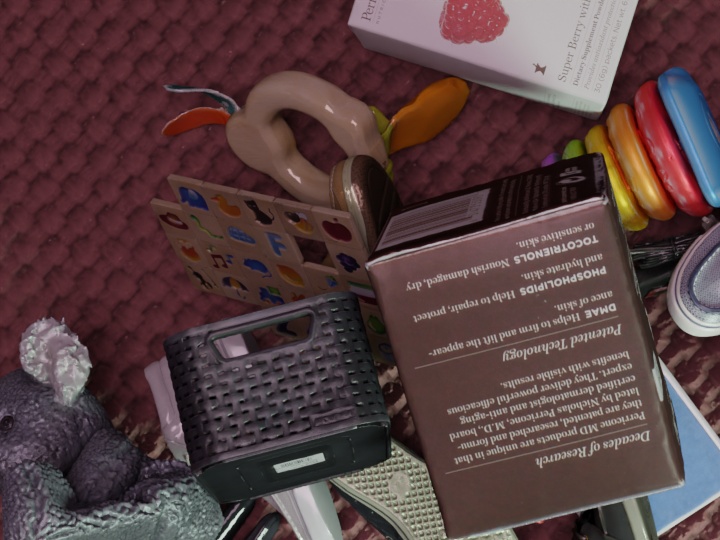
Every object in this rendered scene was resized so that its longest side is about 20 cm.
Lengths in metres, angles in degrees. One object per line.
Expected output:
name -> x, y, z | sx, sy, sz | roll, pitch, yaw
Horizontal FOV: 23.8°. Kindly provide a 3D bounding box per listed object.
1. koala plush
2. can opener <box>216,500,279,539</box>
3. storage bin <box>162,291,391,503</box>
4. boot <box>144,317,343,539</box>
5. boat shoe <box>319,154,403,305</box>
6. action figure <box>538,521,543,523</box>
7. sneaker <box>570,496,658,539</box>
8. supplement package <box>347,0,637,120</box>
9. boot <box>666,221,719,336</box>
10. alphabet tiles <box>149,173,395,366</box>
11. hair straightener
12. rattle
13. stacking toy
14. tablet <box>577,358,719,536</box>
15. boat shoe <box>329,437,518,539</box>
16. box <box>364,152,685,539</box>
koala plush -> -0.220, 0.152, 1.284 | 0.183, 0.178, 0.200 | -13, 51, -32
can opener -> -0.135, 0.262, 1.338 | 0.063, 0.079, 0.200 | 44, 84, 10
storage bin -> -0.054, 0.094, 1.198 | 0.134, 0.200, 0.094 | -14, 76, -2
boot -> -0.094, 0.144, 1.332 | 0.095, 0.074, 0.201 | -28, 78, 6
boat shoe -> 0.000, 0.000, 1.277 | 0.076, 0.072, 0.201 | -1, 131, 22
action figure -> 0.114, 0.080, 1.290 | 0.098, 0.065, 0.202 | 13, 105, 9
sneaker -> 0.170, 0.212, 1.285 | 0.105, 0.075, 0.201 | -15, 96, 14
supplement package -> 0.105, -0.203, 1.285 | 0.199, 0.120, 0.122 | 17, 92, 6
boot -> 0.305, -0.033, 1.212 | 0.200, 0.090, 0.073 | -37, 80, -17
alphabet tiles -> -0.064, -0.001, 1.281 | 0.199, 0.168, 0.008 | 14, 55, 33
hair straightener -> 0.260, -0.022, 1.296 | 0.198, 0.077, 0.041 | -11, 50, 12
rattle -> -0.041, -0.134, 1.334 | 0.199, 0.130, 0.143 | 17, 67, 37
stacking toy -> 0.179, -0.064, 1.298 | 0.199, 0.116, 0.110 | -25, 82, 19
tablet -> 0.186, 0.111, 1.312 | 0.130, 0.014, 0.200 | -38, 87, 24
boat shoe -> 0.047, 0.185, 1.317 | 0.200, 0.062, 0.075 | 38, 79, 4
box -> 0.114, 0.046, 1.161 | 0.163, 0.166, 0.201 | -15, 102, 10
